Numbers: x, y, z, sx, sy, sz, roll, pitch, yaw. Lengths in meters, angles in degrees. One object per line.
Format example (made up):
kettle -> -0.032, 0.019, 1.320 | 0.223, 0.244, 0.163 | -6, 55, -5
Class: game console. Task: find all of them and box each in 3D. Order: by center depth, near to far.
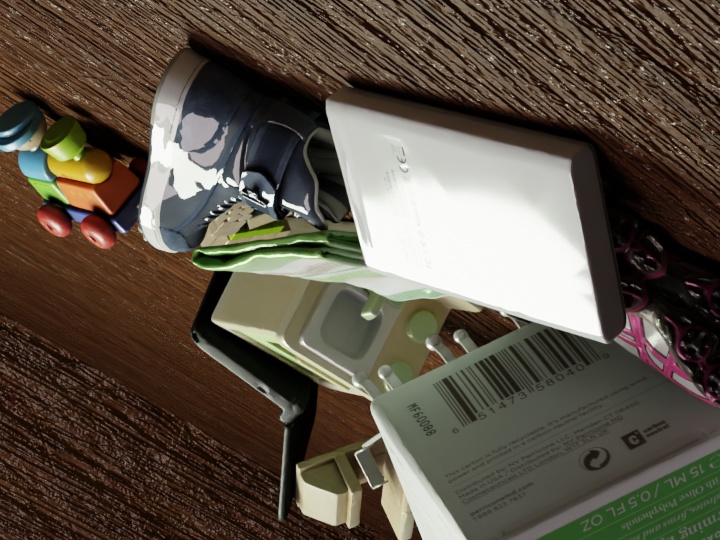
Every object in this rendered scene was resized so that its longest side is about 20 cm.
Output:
game console -> -0.092, 0.094, 2.061 | 0.176, 0.116, 0.200 | 37, -156, -11

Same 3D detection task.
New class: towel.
towel -> 0.000, 0.000, 1.646 | 0.200, 0.031, 0.149 | 6, 170, -42

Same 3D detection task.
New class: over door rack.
over door rack -> 0.067, 0.089, 1.821 | 0.067, 0.148, 0.200 | 60, 163, 18

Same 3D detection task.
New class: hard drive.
hard drive -> 0.069, -0.037, 1.420 | 0.200, 0.026, 0.132 | 17, 133, 41

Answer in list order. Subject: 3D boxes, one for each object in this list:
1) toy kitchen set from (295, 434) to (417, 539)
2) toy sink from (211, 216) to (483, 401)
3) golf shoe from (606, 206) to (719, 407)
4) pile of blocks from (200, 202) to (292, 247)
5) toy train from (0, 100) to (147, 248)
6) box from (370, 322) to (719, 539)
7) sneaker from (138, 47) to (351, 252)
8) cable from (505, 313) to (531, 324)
toy kitchen set -> 0.052, 0.224, 1.976 | 0.200, 0.163, 0.181 | 94, 155, -57
toy sink -> -0.013, 0.036, 1.893 | 0.130, 0.112, 0.200 | 32, 168, -27
golf shoe -> 0.197, 0.025, 1.475 | 0.200, 0.073, 0.092 | 38, 172, -11
pile of blocks -> -0.092, -0.070, 1.766 | 0.200, 0.082, 0.062 | 96, 153, -69
toy train -> -0.222, -0.084, 1.937 | 0.200, 0.085, 0.116 | 14, 150, 49
box -> 0.147, 0.156, 1.576 | 0.200, 0.199, 0.171 | 54, 168, 55
sneaker -> -0.075, -0.054, 1.602 | 0.146, 0.077, 0.202 | 23, 148, 7
cable -> 0.174, 0.062, 1.684 | 0.097, 0.050, 0.200 | 19, 178, 39
